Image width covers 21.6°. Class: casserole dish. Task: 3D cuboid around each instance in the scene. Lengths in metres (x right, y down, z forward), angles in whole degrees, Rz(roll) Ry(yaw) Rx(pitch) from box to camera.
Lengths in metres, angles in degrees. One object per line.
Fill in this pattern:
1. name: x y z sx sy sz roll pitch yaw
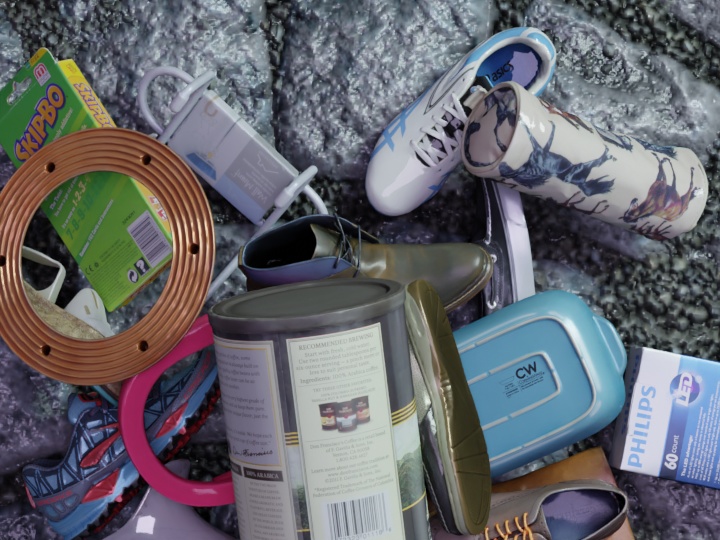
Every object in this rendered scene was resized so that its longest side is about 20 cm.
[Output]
1. casserole dish: 0.114 0.096 1.499 0.199 0.039 0.122 -26 87 17

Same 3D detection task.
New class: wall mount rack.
1. wall mount rack: -0.131 -0.061 1.536 0.200 0.075 0.174 42 125 1

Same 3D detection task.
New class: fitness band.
1. fitness band: -0.091 0.099 1.470 0.199 0.037 0.144 -25 102 -9

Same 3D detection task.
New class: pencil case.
1. pencil case: 0.177 -0.088 1.508 0.199 0.090 0.078 18 117 -24

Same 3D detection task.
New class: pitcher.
1. pitcher: -0.140 0.278 1.502 0.171 0.121 0.200 -42 80 2

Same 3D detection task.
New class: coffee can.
1. coffee can: -0.029 0.117 1.392 0.146 0.146 0.201 -7 99 -2

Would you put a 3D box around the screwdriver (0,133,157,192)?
1. screwdriver: -0.240 -0.072 1.500 0.199 0.029 0.028 -21 91 34

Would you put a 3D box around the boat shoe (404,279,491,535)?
1. boat shoe: 0.051 0.110 1.468 0.065 0.073 0.201 -17 80 24

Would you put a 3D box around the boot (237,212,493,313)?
1. boot: 0.000 0.000 1.494 0.199 0.097 0.075 -13 58 13

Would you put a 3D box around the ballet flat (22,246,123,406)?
1. ballet flat: -0.247 0.029 1.510 0.200 0.071 0.065 36 78 15

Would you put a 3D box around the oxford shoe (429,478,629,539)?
1. oxford shoe: 0.115 0.203 1.482 0.199 0.073 0.072 -18 80 -10

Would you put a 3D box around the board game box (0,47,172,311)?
1. board game box: -0.222 -0.075 1.519 0.095 0.030 0.200 -38 84 33

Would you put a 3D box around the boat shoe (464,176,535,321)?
1. boat shoe: 0.105 0.006 1.544 0.066 0.070 0.201 -8 96 -4

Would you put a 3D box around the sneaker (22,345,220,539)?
1. sneaker: -0.192 0.124 1.520 0.096 0.079 0.200 44 87 2

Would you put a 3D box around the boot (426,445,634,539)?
1. boot: 0.130 0.256 1.543 0.199 0.069 0.189 -11 76 -8

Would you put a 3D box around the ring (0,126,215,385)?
1. ring: -0.201 -0.011 1.451 0.199 0.019 0.201 -3 81 18

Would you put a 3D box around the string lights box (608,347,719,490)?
1. string lights box: 0.313 0.131 1.547 0.199 0.059 0.103 12 87 -2

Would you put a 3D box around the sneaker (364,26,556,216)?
1. sneaker: 0.078 -0.125 1.542 0.072 0.072 0.200 45 89 -2
